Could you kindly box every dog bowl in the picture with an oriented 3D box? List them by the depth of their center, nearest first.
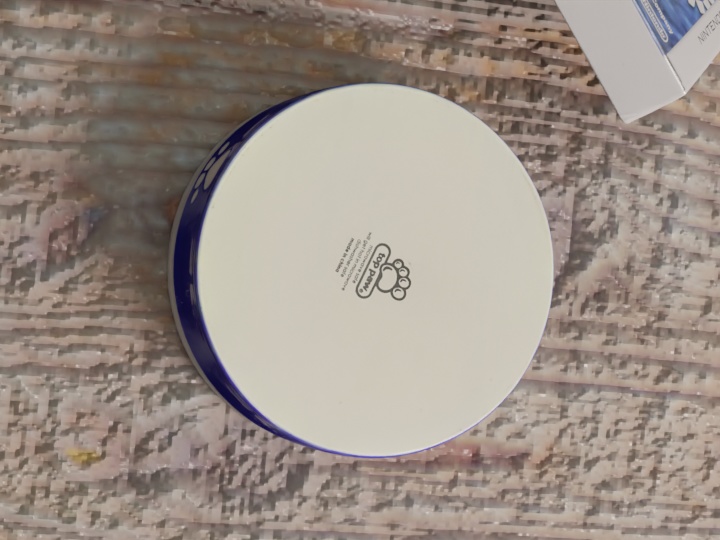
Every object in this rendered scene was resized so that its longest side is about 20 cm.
[{"bbox_3d":[0.000,0.000,0.844,0.200,0.079,0.200,0,90,-16],"label":"dog bowl"}]

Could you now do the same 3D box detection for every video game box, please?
[{"bbox_3d":[0.139,-0.202,0.850,0.200,0.047,0.182,58,34,-10],"label":"video game box"}]
